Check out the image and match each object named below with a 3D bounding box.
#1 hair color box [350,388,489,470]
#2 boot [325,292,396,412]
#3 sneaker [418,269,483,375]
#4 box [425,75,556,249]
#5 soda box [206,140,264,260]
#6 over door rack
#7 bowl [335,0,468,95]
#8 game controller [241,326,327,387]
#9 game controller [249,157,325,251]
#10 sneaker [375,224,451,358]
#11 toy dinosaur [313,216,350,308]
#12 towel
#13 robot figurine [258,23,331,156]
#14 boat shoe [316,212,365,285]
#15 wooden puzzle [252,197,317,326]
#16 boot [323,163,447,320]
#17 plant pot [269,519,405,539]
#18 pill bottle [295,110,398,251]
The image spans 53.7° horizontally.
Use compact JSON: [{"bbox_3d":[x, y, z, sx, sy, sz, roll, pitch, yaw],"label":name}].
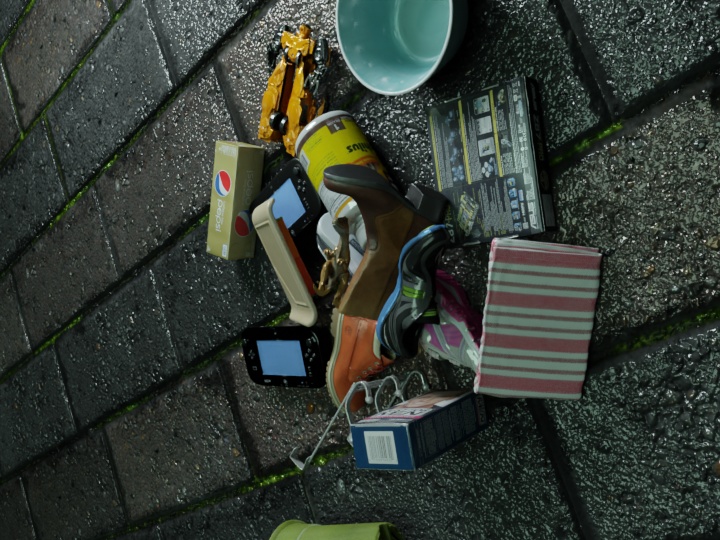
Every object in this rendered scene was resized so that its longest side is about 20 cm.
[{"bbox_3d":[0.085,0.213,0.975,0.098,0.198,0.062,-10,89,38],"label":"hair color box"},{"bbox_3d":[0.006,0.145,1.101,0.106,0.074,0.205,21,121,35],"label":"boot"},{"bbox_3d":[0.136,0.094,1.007,0.201,0.080,0.089,54,125,32],"label":"sneaker"},{"bbox_3d":[0.174,-0.140,0.966,0.159,0.049,0.206,-9,88,39],"label":"box"},{"bbox_3d":[-0.226,-0.127,1.284,0.063,0.067,0.205,18,106,36],"label":"soda box"},{"bbox_3d":[0.006,0.237,1.080,0.201,0.146,0.067,-51,59,30],"label":"over door rack"},{"bbox_3d":[0.071,-0.351,0.983,0.198,0.104,0.206,15,113,38],"label":"bowl"},{"bbox_3d":[-0.133,0.150,1.243,0.197,0.042,0.107,-5,91,40],"label":"game controller"},{"bbox_3d":[-0.126,-0.104,1.203,0.199,0.041,0.107,-36,70,48],"label":"game controller"},{"bbox_3d":[0.084,0.030,0.960,0.082,0.070,0.203,39,122,36],"label":"sneaker"},{"bbox_3d":[-0.036,0.006,1.065,0.059,0.108,0.202,16,140,-4],"label":"toy dinosaur"},{"bbox_3d":[0.225,0.065,0.912,0.142,0.030,0.206,5,100,-2],"label":"towel"},{"bbox_3d":[-0.107,-0.302,1.176,0.144,0.058,0.204,30,113,33],"label":"robot figurine"},{"bbox_3d":[0.000,0.000,1.113,0.200,0.071,0.068,45,147,15],"label":"boat shoe"},{"bbox_3d":[-0.121,-0.014,1.158,0.185,0.037,0.204,-179,69,-74],"label":"wooden puzzle"},{"bbox_3d":[0.007,-0.034,0.988,0.069,0.184,0.204,52,126,54],"label":"boot"},{"bbox_3d":[-0.022,0.480,1.120,0.187,0.199,0.205,-22,80,25],"label":"plant pot"},{"bbox_3d":[-0.012,-0.134,1.081,0.109,0.108,0.203,-42,69,33],"label":"pill bottle"}]
